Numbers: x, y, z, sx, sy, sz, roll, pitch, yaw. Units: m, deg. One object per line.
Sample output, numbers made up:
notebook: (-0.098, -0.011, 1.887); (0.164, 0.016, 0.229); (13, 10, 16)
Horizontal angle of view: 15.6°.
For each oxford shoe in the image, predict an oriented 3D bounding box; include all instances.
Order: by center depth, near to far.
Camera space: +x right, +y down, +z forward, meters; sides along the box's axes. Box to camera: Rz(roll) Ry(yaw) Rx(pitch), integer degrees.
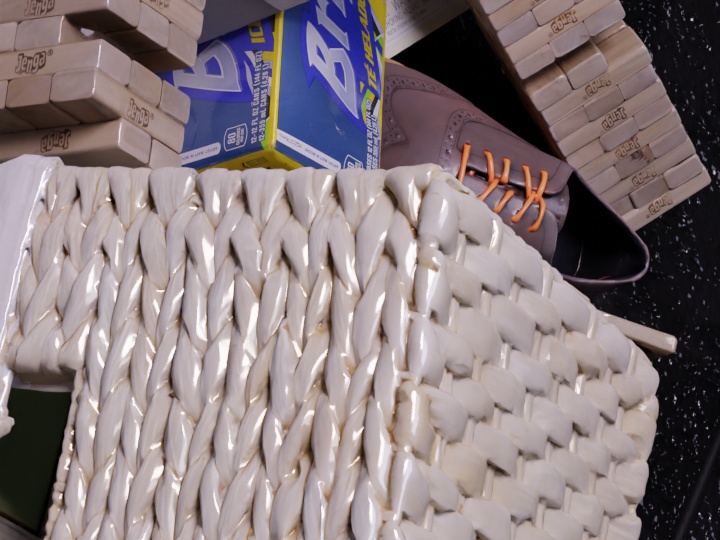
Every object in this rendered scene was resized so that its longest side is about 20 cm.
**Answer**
oxford shoe: (0.046, -0.040, 1.070); (0.200, 0.072, 0.072); (25, 75, -46)

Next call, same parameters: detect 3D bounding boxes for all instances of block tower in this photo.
block tower: (-0.080, -0.129, 0.866); (0.054, 0.058, 0.201); (32, 59, -55)
block tower: (0.085, -0.102, 1.118); (0.200, 0.054, 0.058); (57, 2, -42)

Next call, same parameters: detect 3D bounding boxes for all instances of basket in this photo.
basket: (-0.018, 0.088, 0.808); (0.200, 0.160, 0.199); (40, 54, -57)

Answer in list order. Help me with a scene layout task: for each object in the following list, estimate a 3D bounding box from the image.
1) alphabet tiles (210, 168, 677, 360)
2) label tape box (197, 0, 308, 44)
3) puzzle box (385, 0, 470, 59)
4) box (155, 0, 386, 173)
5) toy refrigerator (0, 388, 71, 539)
alphabet tiles: (0.000, 0.000, 0.936); (0.199, 0.167, 0.008); (20, 82, -6)
label tape box: (-0.008, -0.177, 0.912); (0.066, 0.199, 0.144); (35, 43, -55)
puzzle box: (-0.016, -0.150, 1.096); (0.200, 0.025, 0.134); (-35, 103, -49)
box: (-0.034, -0.118, 0.988); (0.064, 0.070, 0.201); (26, 58, -46)
toy refrigerator: (-0.135, 0.063, 0.846); (0.076, 0.070, 0.201); (37, 52, -35)
